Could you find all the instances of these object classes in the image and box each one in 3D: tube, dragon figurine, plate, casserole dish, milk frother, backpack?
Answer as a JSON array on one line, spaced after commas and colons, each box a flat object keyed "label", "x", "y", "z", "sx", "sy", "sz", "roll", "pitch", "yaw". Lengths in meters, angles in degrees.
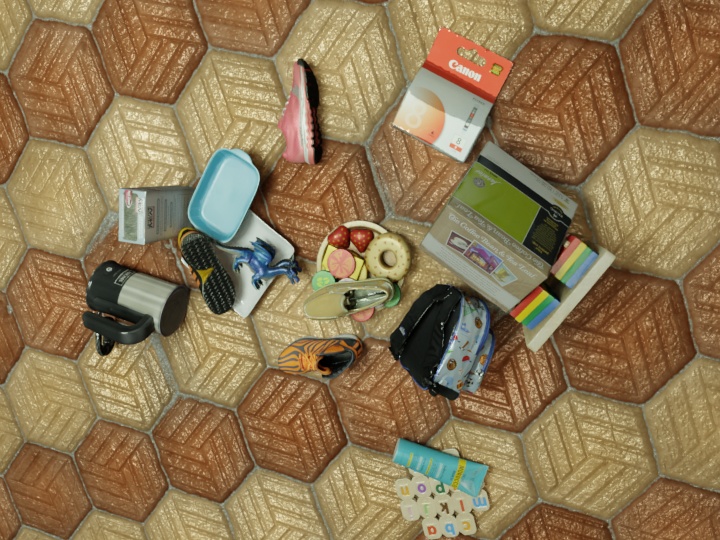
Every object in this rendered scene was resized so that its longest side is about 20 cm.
[{"label": "tube", "x": 0.167, "y": 0.417, "z": 1.114, "sx": 0.196, "sy": 0.050, "sz": 0.079, "roll": 19, "pitch": 109, "yaw": 4}, {"label": "dragon figurine", "x": -0.212, "y": -0.031, "z": 1.076, "sx": 0.199, "sy": 0.059, "sz": 0.100, "roll": 42, "pitch": 102, "yaw": -6}, {"label": "plate", "x": -0.266, "y": -0.036, "z": 1.137, "sx": 0.199, "sy": 0.032, "sz": 0.201, "roll": 40, "pitch": 106, "yaw": 3}, {"label": "casserole dish", "x": -0.278, "y": -0.155, "z": 1.084, "sx": 0.120, "sy": 0.039, "sz": 0.202, "roll": 32, "pitch": 103, "yaw": 6}, {"label": "milk frother", "x": -0.505, "y": 0.109, "z": 1.177, "sx": 0.184, "sy": 0.183, "sz": 0.202, "roll": 18, "pitch": 147, "yaw": 8}, {"label": "backpack", "x": 0.170, "y": 0.130, "z": 1.001, "sx": 0.151, "sy": 0.200, "sz": 0.194, "roll": 17, "pitch": 97, "yaw": -23}]

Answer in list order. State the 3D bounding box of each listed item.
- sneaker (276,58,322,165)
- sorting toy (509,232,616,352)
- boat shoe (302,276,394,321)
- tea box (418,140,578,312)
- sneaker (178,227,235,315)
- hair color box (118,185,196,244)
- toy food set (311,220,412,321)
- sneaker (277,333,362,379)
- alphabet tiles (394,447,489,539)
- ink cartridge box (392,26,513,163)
[{"label": "sneaker", "x": -0.129, "y": -0.312, "z": 1.036, "sx": 0.085, "sy": 0.074, "sz": 0.205, "roll": -1, "pitch": 100, "yaw": 13}, {"label": "sorting toy", "x": 0.342, "y": 0.023, "z": 0.933, "sx": 0.069, "sy": 0.200, "sz": 0.200, "roll": 37, "pitch": 105, "yaw": 7}, {"label": "boat shoe", "x": -0.031, "y": 0.058, "z": 1.032, "sx": 0.196, "sy": 0.076, "sz": 0.073, "roll": -19, "pitch": 97, "yaw": 15}, {"label": "tea box", "x": 0.242, "y": -0.078, "z": 0.920, "sx": 0.198, "sy": 0.198, "sz": 0.134, "roll": 36, "pitch": 145, "yaw": 4}, {"label": "sneaker", "x": -0.326, "y": -0.003, "z": 1.106, "sx": 0.069, "sy": 0.090, "sz": 0.203, "roll": -28, "pitch": 124, "yaw": -17}, {"label": "hair color box", "x": -0.405, "y": -0.118, "z": 1.064, "sx": 0.059, "sy": 0.200, "sz": 0.102, "roll": 8, "pitch": 102, "yaw": 10}, {"label": "toy food set", "x": 0.000, "y": 0.000, "z": 1.079, "sx": 0.196, "sy": 0.049, "sz": 0.202, "roll": 23, "pitch": 104, "yaw": 7}, {"label": "sneaker", "x": -0.097, "y": 0.185, "z": 1.100, "sx": 0.196, "sy": 0.112, "sz": 0.079, "roll": -17, "pitch": 97, "yaw": 14}, {"label": "alphabet tiles", "x": 0.179, "y": 0.491, "z": 1.149, "sx": 0.196, "sy": 0.015, "sz": 0.200, "roll": -14, "pitch": 94, "yaw": 14}, {"label": "ink cartridge box", "x": 0.173, "y": -0.329, "z": 0.982, "sx": 0.160, "sy": 0.050, "sz": 0.203, "roll": 28, "pitch": 108, "yaw": 5}]
